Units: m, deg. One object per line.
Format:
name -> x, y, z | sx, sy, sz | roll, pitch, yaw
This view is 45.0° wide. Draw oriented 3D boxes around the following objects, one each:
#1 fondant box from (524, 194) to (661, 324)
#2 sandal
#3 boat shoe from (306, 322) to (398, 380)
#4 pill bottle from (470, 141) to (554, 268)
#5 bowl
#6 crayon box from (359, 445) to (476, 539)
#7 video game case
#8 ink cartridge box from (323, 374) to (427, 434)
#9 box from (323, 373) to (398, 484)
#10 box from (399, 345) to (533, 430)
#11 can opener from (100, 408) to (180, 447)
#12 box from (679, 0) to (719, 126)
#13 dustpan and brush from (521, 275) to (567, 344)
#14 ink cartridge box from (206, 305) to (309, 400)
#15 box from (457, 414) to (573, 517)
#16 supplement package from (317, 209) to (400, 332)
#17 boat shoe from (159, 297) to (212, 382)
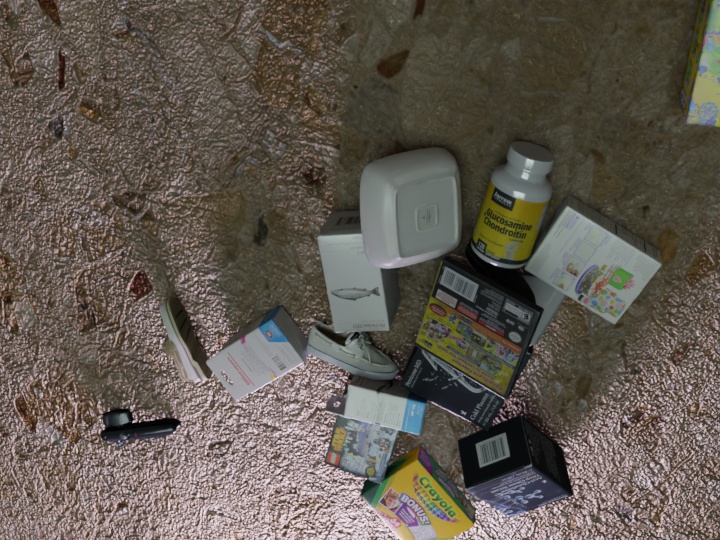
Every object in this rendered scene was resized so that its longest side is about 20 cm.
fondant box -> 0.415, -0.019, 1.559 | 0.198, 0.058, 0.146 | 31, 119, 0
sandal -> 0.254, 0.025, 1.569 | 0.074, 0.202, 0.049 | -13, 140, -16
boat shoe -> -0.011, 0.150, 1.757 | 0.198, 0.075, 0.088 | 21, 116, 16
pill bottle -> 0.270, -0.115, 1.521 | 0.110, 0.112, 0.204 | 17, 119, 6
bowl -> 0.100, -0.102, 1.531 | 0.196, 0.074, 0.205 | -15, 115, -24
crayon box -> 0.127, 0.506, 1.894 | 0.172, 0.058, 0.201 | -37, 101, 27
video game case -> 0.203, 0.100, 1.526 | 0.198, 0.025, 0.184 | 29, 120, 24
ink cartridge box -> 0.034, 0.256, 1.726 | 0.195, 0.116, 0.068 | 13, 99, 6
box -> 0.012, 0.333, 1.830 | 0.134, 0.040, 0.204 | 17, 106, 7
box -> 0.206, 0.161, 1.670 | 0.193, 0.124, 0.203 | 26, 120, 4
can opener -> -0.508, 0.365, 1.997 | 0.195, 0.064, 0.080 | -2, 115, 17
box -> 0.608, -0.322, 1.320 | 0.195, 0.122, 0.197 | 9, 117, 10
dustpan and brush -> 0.266, 0.048, 1.615 | 0.198, 0.140, 0.058 | 32, 156, 16
ink cartridge box -> -0.213, 0.175, 1.820 | 0.198, 0.068, 0.116 | -31, 104, 25
box -> 0.305, 0.389, 1.712 | 0.147, 0.109, 0.199 | -27, 139, 24
supplement package -> 0.000, 0.000, 1.648 | 0.114, 0.118, 0.204 | -3, 115, 15
boat shoe -> -0.388, 0.155, 1.855 | 0.067, 0.075, 0.204 | -14, 112, 15
